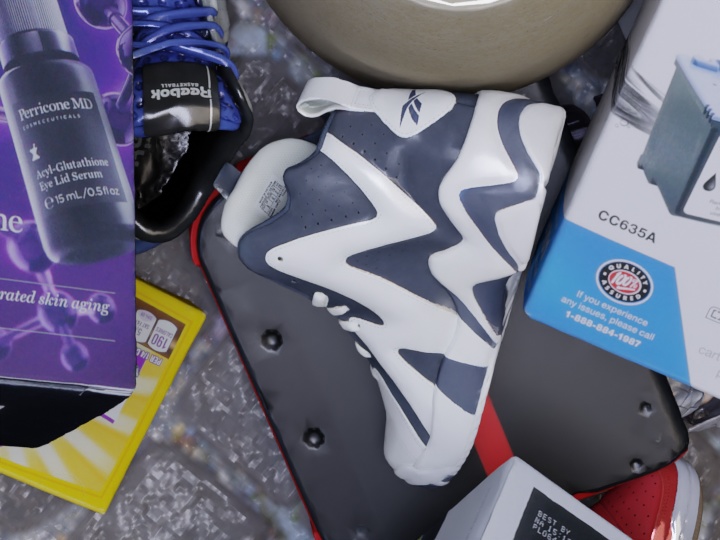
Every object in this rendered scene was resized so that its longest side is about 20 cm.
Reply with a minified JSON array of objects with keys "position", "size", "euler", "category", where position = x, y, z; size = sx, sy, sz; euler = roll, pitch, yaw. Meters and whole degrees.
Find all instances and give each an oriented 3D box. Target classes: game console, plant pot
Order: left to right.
[{"position":[0.032,0.025,0.980],"size":[0.176,0.031,0.200],"euler":[-22,103,6],"category":"game console"},{"position":[0.034,-0.148,0.826],"size":[0.187,0.200,0.188],"euler":[0,100,2],"category":"plant pot"}]

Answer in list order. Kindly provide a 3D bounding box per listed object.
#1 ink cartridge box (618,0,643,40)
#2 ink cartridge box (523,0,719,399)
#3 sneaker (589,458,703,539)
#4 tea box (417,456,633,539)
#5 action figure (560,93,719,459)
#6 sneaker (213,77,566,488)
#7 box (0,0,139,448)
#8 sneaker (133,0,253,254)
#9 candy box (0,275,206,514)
[{"position":[0.236,-0.071,1.008],"size":[0.147,0.145,0.200],"euler":[-29,105,-12],"category":"ink cartridge box"},{"position":[0.170,-0.053,0.879],"size":[0.146,0.086,0.200],"euler":[22,114,2],"category":"ink cartridge box"},{"position":[0.064,0.152,1.007],"size":[0.112,0.071,0.200],"euler":[30,101,-20],"category":"sneaker"},{"position":[0.070,0.216,0.874],"size":[0.200,0.197,0.134],"euler":[35,45,-5],"category":"tea box"},{"position":[0.126,0.018,1.025],"size":[0.130,0.069,0.201],"euler":[-19,106,-21],"category":"action figure"},{"position":[0.000,0.000,0.900],"size":[0.129,0.199,0.080],"euler":[17,49,4],"category":"sneaker"},{"position":[-0.169,-0.043,0.821],"size":[0.148,0.104,0.201],"euler":[6,72,-29],"category":"box"},{"position":[-0.080,-0.098,0.913],"size":[0.080,0.115,0.200],"euler":[0,97,-20],"category":"sneaker"},{"position":[-0.168,0.023,0.924],"size":[0.200,0.026,0.102],"euler":[27,92,-33],"category":"candy box"}]
